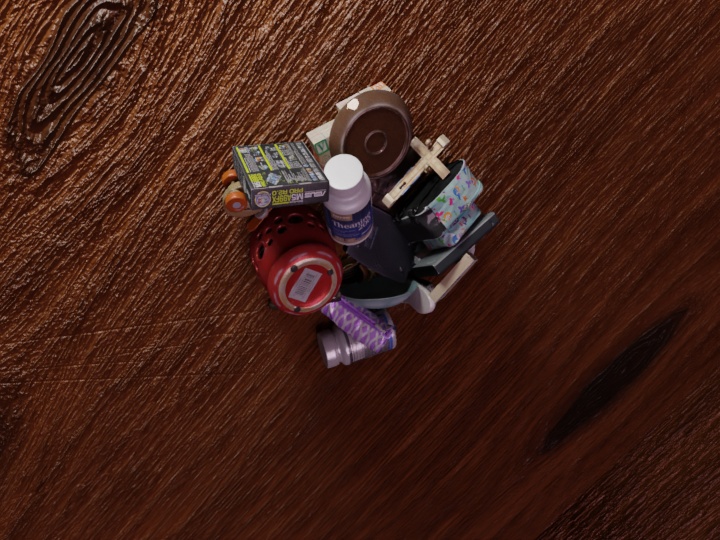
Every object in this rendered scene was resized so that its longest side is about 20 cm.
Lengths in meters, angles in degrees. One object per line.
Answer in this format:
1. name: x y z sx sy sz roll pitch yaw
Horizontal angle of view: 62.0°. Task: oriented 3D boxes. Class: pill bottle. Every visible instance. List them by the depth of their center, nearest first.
1. pill bottle: -0.028 -0.149 1.267 0.108 0.113 0.202 -23 155 -8
2. pill bottle: -0.011 0.181 1.593 0.194 0.115 0.117 -17 129 -13

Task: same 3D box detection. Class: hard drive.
1. hard drive: 0.222 -0.058 1.417 0.199 0.139 0.033 -40 98 -14
2. hard drive: 0.048 -0.063 1.436 0.197 0.042 0.139 26 79 -35

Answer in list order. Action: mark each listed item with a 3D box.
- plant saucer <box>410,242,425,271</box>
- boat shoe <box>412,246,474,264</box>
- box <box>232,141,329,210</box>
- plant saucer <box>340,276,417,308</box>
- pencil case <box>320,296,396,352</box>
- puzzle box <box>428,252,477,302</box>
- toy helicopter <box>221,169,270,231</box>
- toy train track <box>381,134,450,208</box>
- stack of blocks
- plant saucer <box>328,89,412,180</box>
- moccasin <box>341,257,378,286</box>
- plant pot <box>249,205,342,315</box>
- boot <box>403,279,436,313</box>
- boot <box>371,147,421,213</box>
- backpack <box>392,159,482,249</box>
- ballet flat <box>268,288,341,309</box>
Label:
1. plant saucer: 0.181 -0.086 1.557 0.194 0.028 0.206 -13 126 -18
2. boat shoe: 0.220 -0.061 1.526 0.196 0.075 0.089 -5 120 -31
3. box: -0.163 -0.195 1.199 0.155 0.201 0.046 -9 127 -19
4. plant saucer: 0.046 0.059 1.475 0.194 0.200 0.040 -11 105 -18
5. pencil case: -0.009 0.123 1.508 0.085 0.197 0.086 -55 174 -16
6. puzzle box: 0.229 0.014 1.455 0.134 0.025 0.200 -48 171 10
7. toy helicopter: -0.198 -0.156 1.287 0.193 0.081 0.134 -14 145 -6
8. toy train track: 0.121 -0.221 1.325 0.200 0.115 0.032 -46 167 4
9. stack of blocks: -0.015 -0.302 1.289 0.195 0.059 0.117 -28 130 -5
10. plant saucer: 0.029 -0.276 1.267 0.194 0.035 0.206 -13 127 -18
11. moccasin: 0.000 -0.001 1.493 0.195 0.078 0.076 -9 127 -20
12. plant pot: -0.138 -0.016 1.351 0.194 0.184 0.206 -14 130 -18
13. boot: 0.164 0.056 1.547 0.087 0.199 0.076 -12 104 -21
14. boot: 0.034 -0.231 1.367 0.194 0.065 0.191 14 114 -27
15. backpack: 0.192 -0.154 1.396 0.150 0.176 0.202 41 72 -16
16. ballet flat: -0.136 0.065 1.458 0.193 0.048 0.067 -10 176 22
